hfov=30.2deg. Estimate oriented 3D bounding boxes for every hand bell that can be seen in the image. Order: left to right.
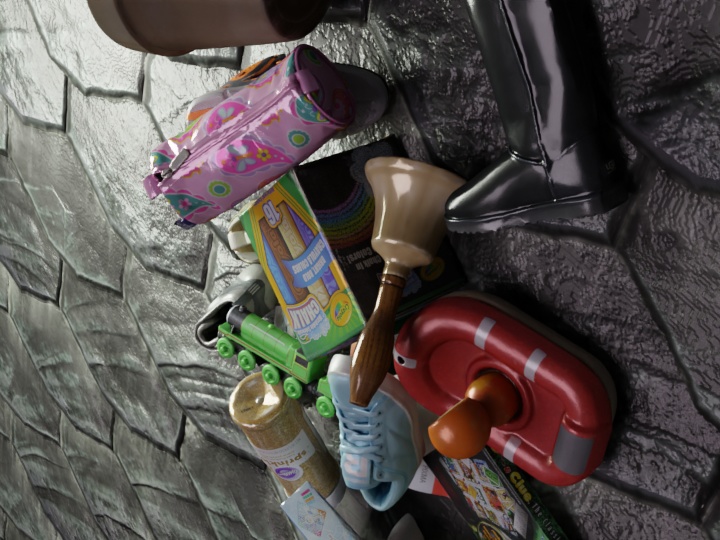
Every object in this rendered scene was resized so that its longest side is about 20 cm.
[{"bbox_3d":[0.024,0.017,1.119,0.104,0.104,0.201,-3,66,55],"label":"hand bell"}]

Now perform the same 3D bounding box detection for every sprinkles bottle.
[{"bbox_3d":[-0.075,0.187,1.420,0.068,0.068,0.200,36,162,38],"label":"sprinkles bottle"}]

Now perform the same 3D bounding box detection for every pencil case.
[{"bbox_3d":[-0.099,-0.116,1.177,0.200,0.087,0.088,-29,84,28],"label":"pencil case"}]

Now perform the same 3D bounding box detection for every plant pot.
[{"bbox_3d":[-0.122,-0.279,1.193,0.173,0.200,0.201,18,125,30],"label":"plant pot"}]

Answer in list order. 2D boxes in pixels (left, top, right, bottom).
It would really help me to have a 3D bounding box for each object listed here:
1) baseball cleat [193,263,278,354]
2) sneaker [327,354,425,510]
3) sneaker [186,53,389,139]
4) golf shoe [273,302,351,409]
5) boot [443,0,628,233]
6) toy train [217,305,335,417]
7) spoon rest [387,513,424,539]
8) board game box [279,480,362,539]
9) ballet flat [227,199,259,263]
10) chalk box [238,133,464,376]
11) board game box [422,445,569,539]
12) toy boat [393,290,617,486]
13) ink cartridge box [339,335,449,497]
[{"bbox_3d":[-0.151,0.058,1.478,0.070,0.106,0.200,45,149,8],"label":"baseball cleat"},{"bbox_3d":[0.011,0.156,1.217,0.074,0.082,0.200,6,146,27],"label":"sneaker"},{"bbox_3d":[-0.060,-0.172,1.252,0.199,0.112,0.078,-3,117,20],"label":"sneaker"},{"bbox_3d":[-0.063,0.077,1.425,0.200,0.078,0.097,-61,41,44],"label":"golf shoe"},{"bbox_3d":[0.109,-0.137,1.025,0.164,0.066,0.201,-8,108,39],"label":"boot"},{"bbox_3d":[-0.063,0.094,1.327,0.200,0.042,0.057,28,123,25],"label":"toy train"},{"bbox_3d":[0.081,0.296,1.309,0.100,0.061,0.200,63,160,-17],"label":"spoon rest"},{"bbox_3d":[0.017,0.330,1.382,0.199,0.043,0.200,46,173,31],"label":"board game box"},{"bbox_3d":[-0.101,-0.040,1.395,0.200,0.071,0.071,-10,101,57],"label":"ballet flat"},{"bbox_3d":[0.000,0.000,1.222,0.124,0.124,0.201,-32,82,56],"label":"chalk box"},{"bbox_3d":[0.143,0.238,1.227,0.200,0.023,0.105,55,145,3],"label":"board game box"},{"bbox_3d":[0.105,0.110,1.112,0.200,0.131,0.131,32,134,29],"label":"toy boat"},{"bbox_3d":[0.061,0.157,1.299,0.200,0.050,0.163,44,141,36],"label":"ink cartridge box"}]
